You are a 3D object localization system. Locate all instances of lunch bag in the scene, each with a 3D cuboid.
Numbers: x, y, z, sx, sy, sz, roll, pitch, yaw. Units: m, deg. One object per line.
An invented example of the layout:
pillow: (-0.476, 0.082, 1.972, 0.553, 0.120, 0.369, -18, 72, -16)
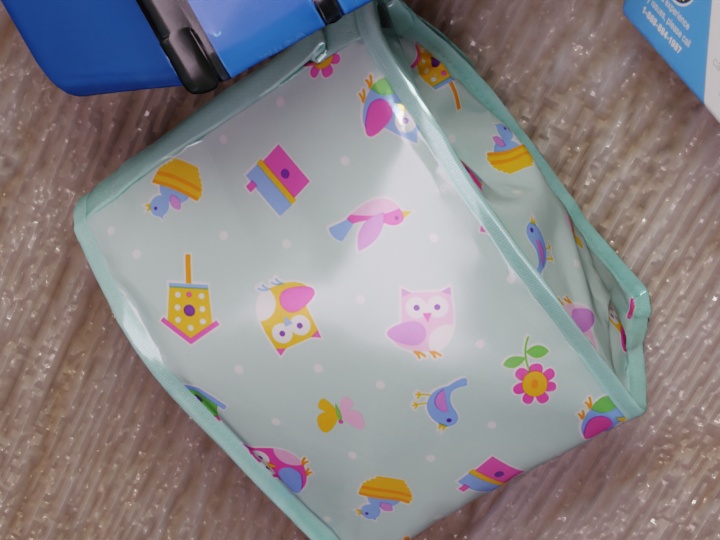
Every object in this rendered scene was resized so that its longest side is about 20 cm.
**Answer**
lunch bag: (0.000, 0.000, 1.165, 0.170, 0.122, 0.200, -32, 111, 22)

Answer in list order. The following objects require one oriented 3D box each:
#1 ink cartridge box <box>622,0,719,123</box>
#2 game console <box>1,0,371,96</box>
ink cartridge box: (0.195, -0.142, 1.038, 0.084, 0.145, 0.201, 5, 122, -30)
game console: (-0.080, -0.172, 0.979, 0.170, 0.118, 0.201, -28, 109, 3)
